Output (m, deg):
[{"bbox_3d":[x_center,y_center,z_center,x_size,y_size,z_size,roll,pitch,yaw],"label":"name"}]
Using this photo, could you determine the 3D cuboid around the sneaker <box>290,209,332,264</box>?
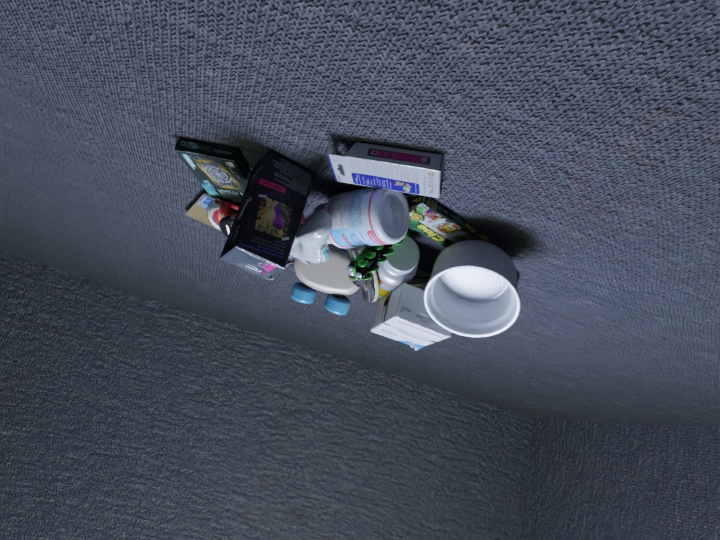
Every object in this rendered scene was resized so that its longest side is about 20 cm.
[{"bbox_3d":[-0.086,-0.054,1.022,0.089,0.076,0.199,47,158,-12],"label":"sneaker"}]

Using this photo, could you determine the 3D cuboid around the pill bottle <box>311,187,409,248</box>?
[{"bbox_3d":[-0.006,-0.102,1.032,0.196,0.112,0.108,-3,155,45],"label":"pill bottle"}]

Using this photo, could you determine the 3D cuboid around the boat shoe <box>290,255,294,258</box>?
[{"bbox_3d":[-0.196,-0.055,1.272,0.198,0.073,0.070,0,-143,-49],"label":"boat shoe"}]

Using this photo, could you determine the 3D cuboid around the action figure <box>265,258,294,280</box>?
[{"bbox_3d":[-0.250,-0.028,1.466,0.194,0.105,0.119,12,174,3],"label":"action figure"}]

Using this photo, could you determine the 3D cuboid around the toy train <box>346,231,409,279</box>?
[{"bbox_3d":[0.036,-0.047,1.060,0.055,0.200,0.043,6,127,35],"label":"toy train"}]

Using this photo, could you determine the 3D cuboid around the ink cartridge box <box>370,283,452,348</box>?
[{"bbox_3d":[0.123,0.113,1.244,0.141,0.087,0.200,20,161,-10],"label":"ink cartridge box"}]

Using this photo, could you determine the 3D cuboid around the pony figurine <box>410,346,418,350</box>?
[{"bbox_3d":[0.191,0.114,1.496,0.198,0.166,0.196,-8,120,57],"label":"pony figurine"}]

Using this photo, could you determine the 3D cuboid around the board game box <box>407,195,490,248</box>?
[{"bbox_3d":[0.165,-0.092,1.071,0.197,0.024,0.104,26,161,-30],"label":"board game box"}]

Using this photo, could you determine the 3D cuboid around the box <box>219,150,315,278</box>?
[{"bbox_3d":[-0.180,-0.104,1.011,0.104,0.206,0.121,24,160,-23],"label":"box"}]

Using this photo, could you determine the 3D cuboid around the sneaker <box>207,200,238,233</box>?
[{"bbox_3d":[-0.277,-0.103,1.247,0.083,0.079,0.199,-1,160,30],"label":"sneaker"}]

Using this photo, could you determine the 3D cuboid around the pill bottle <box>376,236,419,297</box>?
[{"bbox_3d":[0.074,-0.012,1.231,0.108,0.114,0.200,16,162,-6],"label":"pill bottle"}]

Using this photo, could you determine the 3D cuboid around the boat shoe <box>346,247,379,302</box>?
[{"bbox_3d":[0.000,0.000,1.168,0.074,0.063,0.204,51,158,43],"label":"boat shoe"}]

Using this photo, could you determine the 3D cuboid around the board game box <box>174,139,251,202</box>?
[{"bbox_3d":[-0.290,-0.200,1.101,0.131,0.029,0.201,12,162,10],"label":"board game box"}]

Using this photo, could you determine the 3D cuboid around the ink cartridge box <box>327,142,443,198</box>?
[{"bbox_3d":[0.045,-0.174,0.900,0.193,0.038,0.095,9,162,11],"label":"ink cartridge box"}]

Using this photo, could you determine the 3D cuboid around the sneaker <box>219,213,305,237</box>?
[{"bbox_3d":[-0.217,-0.106,1.179,0.193,0.088,0.075,0,131,-5],"label":"sneaker"}]

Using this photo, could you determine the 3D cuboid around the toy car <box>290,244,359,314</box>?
[{"bbox_3d":[-0.075,-0.020,1.314,0.172,0.190,0.200,17,-169,-4],"label":"toy car"}]

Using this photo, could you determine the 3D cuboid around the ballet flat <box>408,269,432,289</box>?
[{"bbox_3d":[0.122,0.020,1.401,0.194,0.068,0.064,1,131,26],"label":"ballet flat"}]

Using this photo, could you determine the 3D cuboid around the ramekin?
[{"bbox_3d":[0.234,0.035,1.091,0.194,0.099,0.204,10,134,10],"label":"ramekin"}]

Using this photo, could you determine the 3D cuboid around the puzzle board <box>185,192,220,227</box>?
[{"bbox_3d":[-0.360,-0.143,1.351,0.148,0.018,0.198,25,159,-25],"label":"puzzle board"}]
